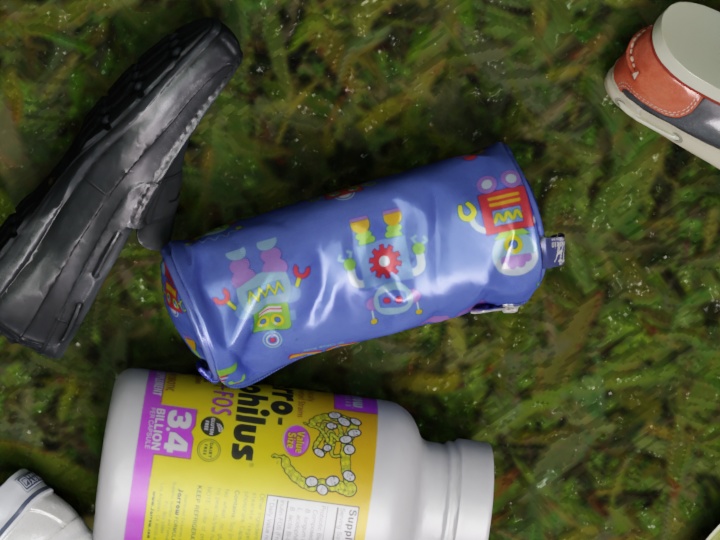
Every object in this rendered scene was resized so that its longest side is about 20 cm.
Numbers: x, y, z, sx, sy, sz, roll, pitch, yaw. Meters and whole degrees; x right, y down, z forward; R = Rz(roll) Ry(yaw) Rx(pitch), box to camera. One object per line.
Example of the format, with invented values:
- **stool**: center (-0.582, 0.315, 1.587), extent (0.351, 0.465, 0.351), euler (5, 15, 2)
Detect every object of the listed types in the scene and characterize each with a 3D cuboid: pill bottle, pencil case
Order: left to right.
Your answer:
- **pill bottle**: center (-0.035, 0.113, 1.071), extent (0.199, 0.104, 0.105), euler (7, 103, -5)
- **pencil case**: center (0.000, 0.000, 1.047), extent (0.199, 0.078, 0.087), euler (-16, 96, -6)

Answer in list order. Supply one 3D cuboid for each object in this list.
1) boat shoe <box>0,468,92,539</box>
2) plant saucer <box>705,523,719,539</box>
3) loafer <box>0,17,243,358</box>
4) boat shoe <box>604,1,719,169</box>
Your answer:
- **boat shoe**: center (-0.207, 0.209, 1.100), extent (0.086, 0.075, 0.202), euler (38, 93, 7)
- **plant saucer**: center (0.266, 0.199, 1.140), extent (0.199, 0.031, 0.201), euler (-1, 103, -2)
- **loafer**: center (-0.121, -0.041, 1.053), extent (0.070, 0.068, 0.201), euler (35, 104, -20)
- **boat shoe**: center (0.220, -0.066, 1.062), extent (0.200, 0.071, 0.063), euler (29, 143, -11)
